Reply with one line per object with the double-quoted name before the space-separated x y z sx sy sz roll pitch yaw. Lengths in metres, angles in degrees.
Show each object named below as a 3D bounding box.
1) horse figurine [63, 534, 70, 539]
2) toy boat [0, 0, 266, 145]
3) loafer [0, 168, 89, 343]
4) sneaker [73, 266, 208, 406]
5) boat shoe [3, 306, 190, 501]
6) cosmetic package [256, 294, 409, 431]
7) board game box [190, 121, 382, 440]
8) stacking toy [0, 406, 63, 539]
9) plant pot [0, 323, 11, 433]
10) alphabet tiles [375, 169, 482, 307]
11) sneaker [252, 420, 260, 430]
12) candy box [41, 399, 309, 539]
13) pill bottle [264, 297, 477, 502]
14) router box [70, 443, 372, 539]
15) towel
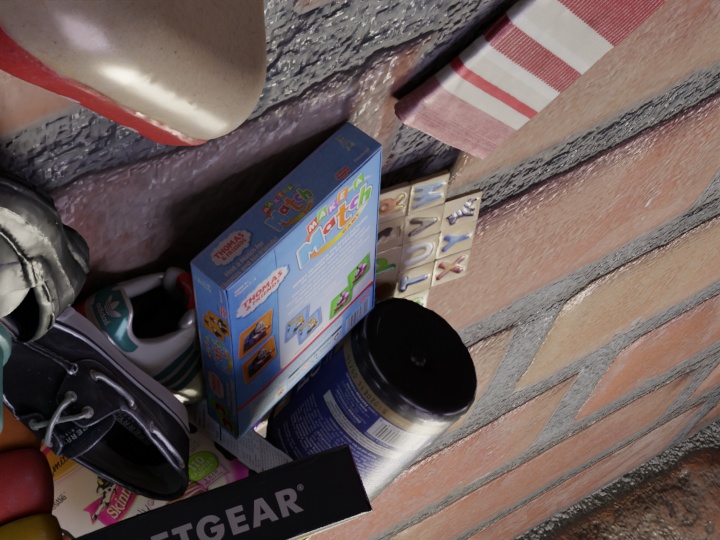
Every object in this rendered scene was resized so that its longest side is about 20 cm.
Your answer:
"horse figurine" -0.197 0.196 1.351 0.199 0.050 0.133 -27 -154 -9
"toy boat" -0.127 -0.123 0.680 0.129 0.132 0.200 -7 169 18
"loafer" -0.192 -0.008 0.880 0.201 0.068 0.071 70 39 -74
"sneaker" -0.125 0.042 1.138 0.093 0.071 0.199 -36 160 28
"boat shoe" -0.179 0.084 1.037 0.071 0.068 0.200 -32 131 16
"cosmetic package" -0.045 0.067 1.374 0.199 0.051 0.083 -35 161 4
"board game box" -0.047 0.011 1.137 0.151 0.037 0.201 -43 158 -25
"stacking toy" -0.238 0.172 1.075 0.145 0.201 0.146 -29 161 -11
"plant pot" -0.268 0.140 0.859 0.198 0.198 0.200 -11 162 -4
"alphabet tiles" 0.000 0.000 1.261 0.198 0.006 0.167 -18 144 -20
"sneaker" -0.158 0.133 1.296 0.199 0.089 0.080 -36 163 12
"candy box" -0.143 0.161 1.233 0.136 0.061 0.200 -43 116 16
"pill bottle" -0.006 0.121 1.313 0.111 0.112 0.200 -12 153 -47
"router box" -0.095 0.175 1.126 0.198 0.051 0.149 -19 172 -5
"towel" 0.124 -0.157 1.132 0.200 0.023 0.144 -40 159 16
